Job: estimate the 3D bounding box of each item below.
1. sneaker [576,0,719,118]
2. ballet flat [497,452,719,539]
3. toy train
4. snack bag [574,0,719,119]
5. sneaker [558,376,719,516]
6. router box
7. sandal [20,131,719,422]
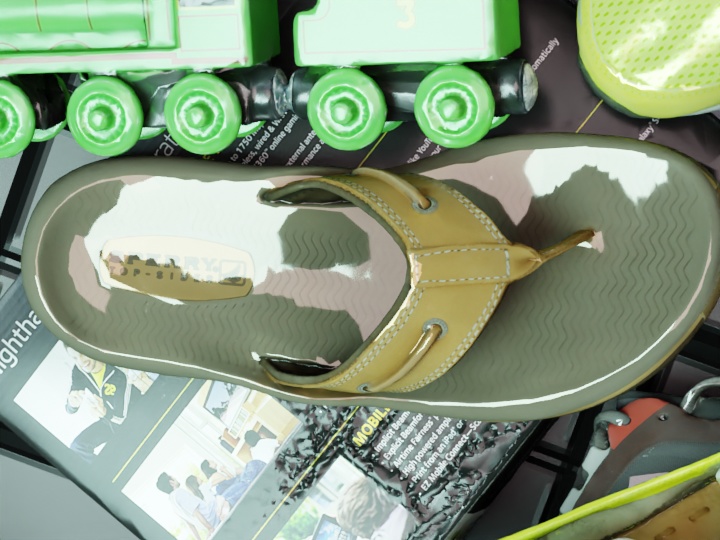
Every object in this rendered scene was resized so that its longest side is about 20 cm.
[{"bbox_3d":[0.125,-0.116,0.714,0.078,0.090,0.200,46,109,7],"label":"sneaker"},{"bbox_3d":[0.091,0.081,0.744,0.200,0.067,0.067,-20,63,5],"label":"ballet flat"},{"bbox_3d":[-0.050,-0.062,0.764,0.200,0.042,0.056,0,102,15],"label":"toy train"},{"bbox_3d":[0.145,-0.105,0.786,0.200,0.021,0.189,-24,96,28],"label":"snack bag"},{"bbox_3d":[0.085,0.081,0.820,0.200,0.077,0.082,-30,73,0],"label":"sneaker"},{"bbox_3d":[-0.002,-0.001,0.806,0.149,0.051,0.200,40,96,8],"label":"router box"},{"bbox_3d":[0.000,0.000,0.750,0.200,0.054,0.080,2,88,9],"label":"sandal"}]
